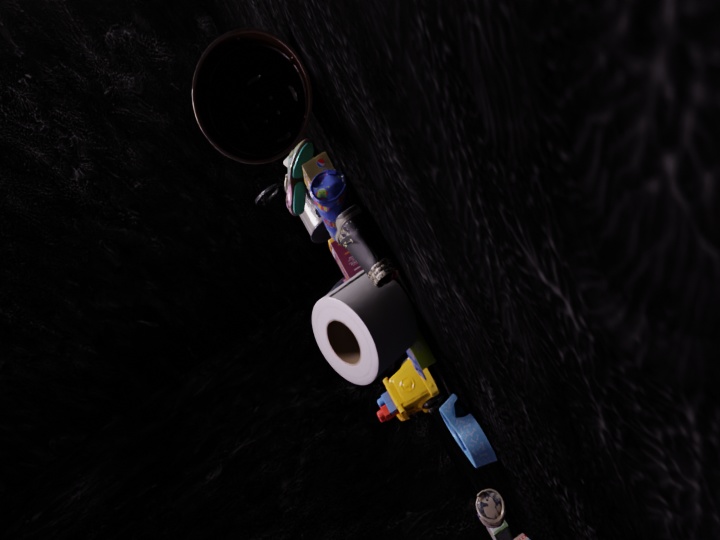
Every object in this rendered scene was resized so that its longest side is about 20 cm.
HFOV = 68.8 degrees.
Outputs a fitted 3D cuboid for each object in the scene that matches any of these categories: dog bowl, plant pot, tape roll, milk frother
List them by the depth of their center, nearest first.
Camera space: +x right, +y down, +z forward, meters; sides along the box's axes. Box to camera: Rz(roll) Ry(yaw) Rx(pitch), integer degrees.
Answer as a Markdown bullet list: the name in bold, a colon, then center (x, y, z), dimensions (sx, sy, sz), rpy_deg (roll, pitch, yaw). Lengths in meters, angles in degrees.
- **plant pot**: center (-0.177, -0.296, 0.933), dimensions (0.205, 0.196, 0.199), rpy_deg (60, -177, -12)
- **tape roll**: center (0.007, 0.120, 1.133), dimensions (0.199, 0.138, 0.209), rpy_deg (27, 133, 33)
- **dog bowl**: center (0.231, 0.355, 1.162), dimensions (0.114, 0.049, 0.200), rpy_deg (62, 177, -16)
- **milk frother**: center (-0.177, -0.178, 1.522), dimensions (0.191, 0.197, 0.181), rpy_deg (57, -178, 23)

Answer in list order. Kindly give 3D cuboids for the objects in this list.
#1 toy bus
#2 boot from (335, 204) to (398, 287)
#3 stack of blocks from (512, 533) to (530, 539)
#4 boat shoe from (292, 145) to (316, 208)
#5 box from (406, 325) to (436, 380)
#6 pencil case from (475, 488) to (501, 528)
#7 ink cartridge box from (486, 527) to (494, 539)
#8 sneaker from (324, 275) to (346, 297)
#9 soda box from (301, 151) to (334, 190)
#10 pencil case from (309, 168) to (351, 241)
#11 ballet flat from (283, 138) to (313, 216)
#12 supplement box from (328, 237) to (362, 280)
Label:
- **toy bus**: center (0.127, 0.345, 1.432), dimensions (0.137, 0.189, 0.201), rpy_deg (54, 176, 28)
- **boot**: center (0.013, -0.033, 1.079), dimensions (0.156, 0.072, 0.204), rpy_deg (57, 175, 12)
- **stack of blocks**: center (0.379, 0.706, 1.263), dimensions (0.060, 0.113, 0.201), rpy_deg (56, 174, 19)
- **boat shoe**: center (-0.117, -0.235, 1.399), dimensions (0.203, 0.071, 0.068), rpy_deg (55, -166, 11)
- **box**: center (0.111, 0.144, 1.224), dimensions (0.205, 0.047, 0.122), rpy_deg (62, 176, -2)
- **pencil case**: center (0.357, 0.657, 1.451), dimensions (0.088, 0.078, 0.202), rpy_deg (34, 164, 29)
- **ink cartridge box**: center (0.457, 0.861, 1.734), dimensions (0.204, 0.058, 0.104), rpy_deg (64, 175, -34)
- **sneaker**: center (-0.026, 0.058, 1.442), dimensions (0.082, 0.199, 0.070), rpy_deg (46, 153, 6)
- **soda box**: center (-0.093, -0.211, 1.234), dimensions (0.069, 0.063, 0.200), rpy_deg (60, 176, -1)
- **pencil case**: center (-0.051, -0.137, 1.121), dimensions (0.075, 0.090, 0.201), rpy_deg (14, 161, 15)
- **ballet flat**: center (-0.167, -0.242, 1.344), dimensions (0.070, 0.068, 0.206), rpy_deg (33, 127, 34)
- **supplement box**: center (0.000, 0.000, 1.365), dimensions (0.204, 0.084, 0.111), rpy_deg (60, 175, 9)
